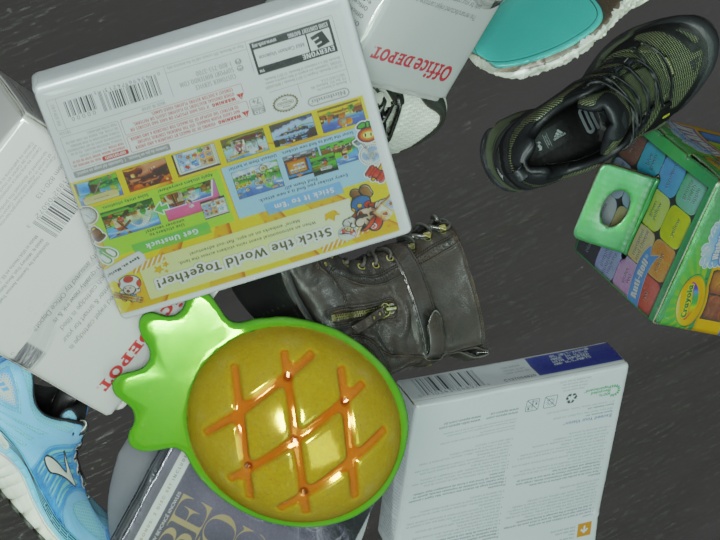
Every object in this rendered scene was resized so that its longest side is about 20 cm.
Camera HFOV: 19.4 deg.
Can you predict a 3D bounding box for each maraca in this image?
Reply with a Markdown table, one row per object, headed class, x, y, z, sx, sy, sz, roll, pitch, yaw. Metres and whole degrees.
| class | x | y | z | sx | sy | sz | roll | pitch | yaw |
| --- | --- | --- | --- | --- | --- | --- | --- | --- | --- |
| maraca | -0.065 | 0.093 | 1.400 | 0.199 | 0.107 | 0.138 | 24 | 92 | -6 |

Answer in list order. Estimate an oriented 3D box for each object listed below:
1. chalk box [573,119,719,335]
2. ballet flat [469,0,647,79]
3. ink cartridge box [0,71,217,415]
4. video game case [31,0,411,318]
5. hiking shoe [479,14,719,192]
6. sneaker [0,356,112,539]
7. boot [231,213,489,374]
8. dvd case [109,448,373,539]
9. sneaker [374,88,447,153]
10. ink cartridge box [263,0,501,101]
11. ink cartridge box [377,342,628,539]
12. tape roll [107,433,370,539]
| class | x | y | z | sx | sy | sz | roll | pitch | yaw |
| --- | --- | --- | --- | --- | --- | --- | --- | --- | --- |
| chalk box | 0.256 | -0.032 | 1.603 | 0.199 | 0.124 | 0.126 | 9 | 114 | -33 |
| ballet flat | 0.167 | -0.190 | 1.497 | 0.199 | 0.072 | 0.072 | -35 | 130 | -5 |
| ink cartridge box | -0.203 | -0.016 | 1.385 | 0.200 | 0.083 | 0.147 | 35 | 98 | -38 |
| video game case | -0.083 | -0.072 | 1.316 | 0.198 | 0.023 | 0.183 | -17 | 125 | 0 |
| hiking shoe | 0.186 | -0.114 | 1.518 | 0.199 | 0.101 | 0.076 | -35 | 106 | -5 |
| sneaker | -0.214 | 0.131 | 1.476 | 0.090 | 0.078 | 0.201 | -40 | 133 | -10 |
| boot | 0.000 | 0.000 | 1.515 | 0.173 | 0.069 | 0.201 | -28 | 102 | -35 |
| dvd case | -0.074 | 0.168 | 1.494 | 0.200 | 0.016 | 0.149 | 35 | 81 | -41 |
| sneaker | -0.019 | -0.099 | 1.433 | 0.199 | 0.088 | 0.076 | 0 | 117 | -30 |
| ink cartridge box | 0.044 | -0.222 | 1.362 | 0.201 | 0.084 | 0.145 | -59 | 155 | 14 |
| ink cartridge box | 0.111 | 0.164 | 1.698 | 0.198 | 0.041 | 0.201 | -8 | 123 | -25 |
| tape roll | -0.085 | 0.166 | 1.538 | 0.199 | 0.066 | 0.202 | -14 | 112 | -38 |
